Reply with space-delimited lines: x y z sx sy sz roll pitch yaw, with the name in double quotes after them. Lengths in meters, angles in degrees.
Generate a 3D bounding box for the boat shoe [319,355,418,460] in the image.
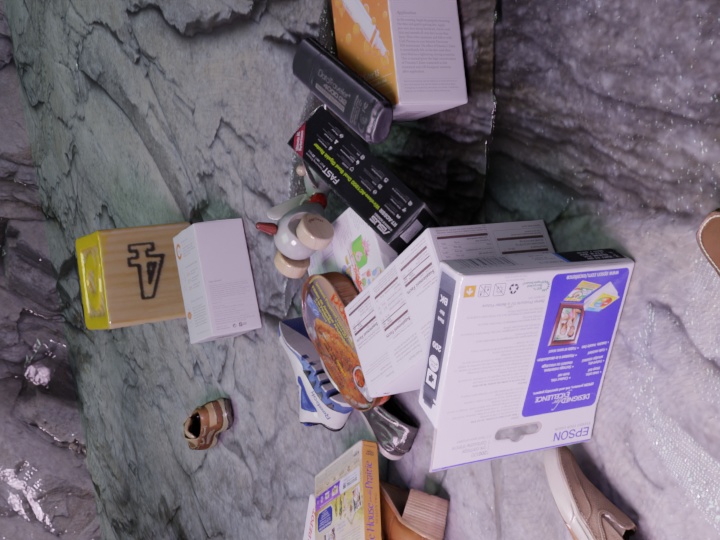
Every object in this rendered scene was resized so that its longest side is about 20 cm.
0.016 0.167 1.252 0.057 0.066 0.201 -54 54 24 "boat shoe"

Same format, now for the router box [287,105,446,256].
0.019 -0.087 1.063 0.062 0.150 0.200 -46 60 5 "router box"

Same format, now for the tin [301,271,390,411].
-0.017 0.090 1.200 0.201 0.041 0.113 59 147 29 "tin"

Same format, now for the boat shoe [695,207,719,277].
0.324 0.022 0.677 0.200 0.073 0.076 53 138 40 "boat shoe"

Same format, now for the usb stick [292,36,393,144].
-0.023 -0.208 1.038 0.200 0.032 0.056 48 129 44 "usb stick"

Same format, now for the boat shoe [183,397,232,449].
-0.319 0.308 1.814 0.200 0.073 0.076 -50 54 51 "boat shoe"

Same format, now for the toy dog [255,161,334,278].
-0.093 -0.083 1.258 0.133 0.096 0.201 -58 19 19 "toy dog"

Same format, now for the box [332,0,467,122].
0.041 -0.282 1.054 0.124 0.096 0.203 -5 91 60 "box"

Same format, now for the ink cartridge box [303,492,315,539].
-0.004 0.430 1.312 0.200 0.083 0.146 43 131 48 "ink cartridge box"

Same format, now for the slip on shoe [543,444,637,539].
0.241 0.257 0.890 0.060 0.076 0.202 -28 56 16 "slip on shoe"

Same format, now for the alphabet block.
-0.460 0.012 1.881 0.195 0.198 0.199 -10 88 60 "alphabet block"

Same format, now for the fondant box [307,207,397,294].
0.000 0.000 1.239 0.200 0.058 0.146 -38 64 57 "fondant box"

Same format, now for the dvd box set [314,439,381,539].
-0.018 0.343 1.191 0.146 0.029 0.202 -48 36 47 "dvd box set"

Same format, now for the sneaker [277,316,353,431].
-0.074 0.170 1.377 0.200 0.080 0.116 52 136 39 "sneaker"

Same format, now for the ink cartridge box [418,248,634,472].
0.152 0.082 0.862 0.043 0.196 0.202 41 129 55 "ink cartridge box"

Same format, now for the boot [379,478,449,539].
0.029 0.361 1.202 0.199 0.076 0.157 4 69 48 "boot"

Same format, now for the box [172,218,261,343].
-0.261 0.020 1.647 0.124 0.097 0.203 -20 80 59 "box"

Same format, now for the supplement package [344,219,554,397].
0.102 0.044 0.978 0.200 0.154 0.112 -44 57 54 "supplement package"
